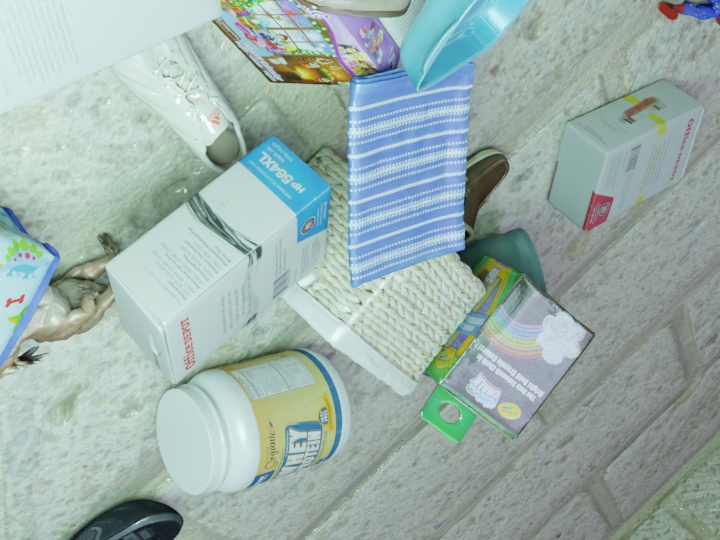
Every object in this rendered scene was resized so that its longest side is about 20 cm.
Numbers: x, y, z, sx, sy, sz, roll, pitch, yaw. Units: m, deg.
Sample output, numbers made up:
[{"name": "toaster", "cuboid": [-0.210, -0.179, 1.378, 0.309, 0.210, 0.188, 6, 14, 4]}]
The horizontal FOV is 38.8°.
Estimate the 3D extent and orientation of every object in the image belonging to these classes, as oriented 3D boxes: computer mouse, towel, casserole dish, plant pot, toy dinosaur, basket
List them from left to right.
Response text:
[{"name": "toy dinosaur", "cuboid": [-0.288, 0.042, 0.968, 0.200, 0.086, 0.136, -12, 143, -56]}, {"name": "computer mouse", "cuboid": [-0.319, 0.332, 1.262, 0.199, 0.053, 0.139, -23, 143, -11]}, {"name": "basket", "cuboid": [0.000, 0.000, 1.124, 0.161, 0.198, 0.200, -50, 145, 0]}, {"name": "towel", "cuboid": [0.048, -0.093, 0.943, 0.144, 0.024, 0.201, -19, 121, -35]}, {"name": "casserole dish", "cuboid": [0.096, -0.222, 0.863, 0.200, 0.039, 0.121, -41, 170, -48]}, {"name": "plant pot", "cuboid": [0.163, 0.052, 1.374, 0.133, 0.201, 0.201, -8, 138, -5]}]

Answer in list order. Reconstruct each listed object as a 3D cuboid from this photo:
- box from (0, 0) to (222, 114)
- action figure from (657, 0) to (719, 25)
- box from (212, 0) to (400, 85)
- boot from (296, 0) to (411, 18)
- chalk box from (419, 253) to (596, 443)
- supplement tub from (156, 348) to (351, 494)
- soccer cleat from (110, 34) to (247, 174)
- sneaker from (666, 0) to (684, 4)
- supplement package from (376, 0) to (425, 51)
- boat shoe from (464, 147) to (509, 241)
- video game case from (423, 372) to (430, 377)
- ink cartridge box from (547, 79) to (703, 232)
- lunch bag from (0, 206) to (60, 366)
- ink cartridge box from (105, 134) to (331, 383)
[{"name": "box", "cuboid": [-0.222, -0.214, 0.703, 0.199, 0.152, 0.107, -29, 142, -21]}, {"name": "action figure", "cuboid": [0.496, -0.346, 1.377, 0.199, 0.099, 0.065, -9, 133, -44]}, {"name": "box", "cuboid": [-0.067, -0.224, 0.871, 0.200, 0.136, 0.039, 40, 62, -55]}, {"name": "boot", "cuboid": [0.042, -0.274, 0.774, 0.200, 0.070, 0.147, -25, 146, -46]}, {"name": "chalk box", "cuboid": [0.148, 0.103, 1.187, 0.124, 0.124, 0.200, 38, 92, -18]}, {"name": "supplement tub", "cuboid": [-0.126, 0.179, 1.217, 0.199, 0.145, 0.145, -11, 133, -40]}, {"name": "soccer cleat", "cuboid": [-0.153, -0.153, 0.904, 0.069, 0.078, 0.200, -43, 145, -4]}, {"name": "sneaker", "cuboid": [0.390, -0.414, 1.221, 0.080, 0.071, 0.200, -44, 151, -9]}, {"name": "supplement package", "cuboid": [0.014, -0.300, 0.890, 0.121, 0.120, 0.200, -47, 146, 1]}, {"name": "boat shoe", "cuboid": [0.121, -0.065, 1.286, 0.202, 0.075, 0.075, -44, 146, -2]}, {"name": "video game case", "cuboid": [0.111, 0.070, 1.273, 0.199, 0.019, 0.143, 20, 112, -8]}, {"name": "ink cartridge box", "cuboid": [0.373, -0.164, 1.442, 0.199, 0.083, 0.146, -25, 141, -27]}, {"name": "lunch bag", "cuboid": [-0.372, 0.032, 0.823, 0.170, 0.127, 0.201, 19, 102, -53]}, {"name": "ink cartridge box", "cuboid": [-0.127, -0.008, 0.944, 0.200, 0.084, 0.146, -40, 164, -22]}]
